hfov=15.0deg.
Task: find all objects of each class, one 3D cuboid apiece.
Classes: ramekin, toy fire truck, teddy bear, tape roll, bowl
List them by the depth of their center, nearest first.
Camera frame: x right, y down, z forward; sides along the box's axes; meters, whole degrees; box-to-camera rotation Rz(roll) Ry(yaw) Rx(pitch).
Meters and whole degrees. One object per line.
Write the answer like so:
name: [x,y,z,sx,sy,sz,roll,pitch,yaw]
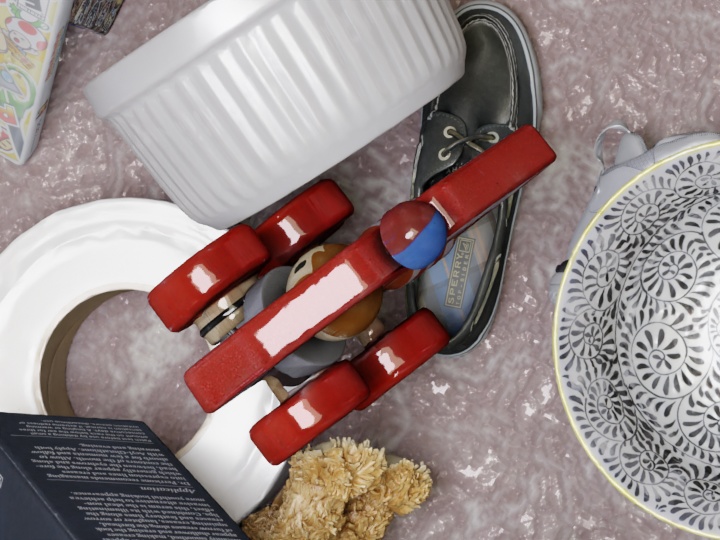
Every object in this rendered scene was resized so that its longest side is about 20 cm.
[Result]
toy fire truck: [0.000,0.000,1.392,0.168,0.200,0.112,-40,85,36]
bowl: [0.204,0.035,1.399,0.200,0.094,0.202,0,90,16]
ramekin: [-0.038,-0.106,1.454,0.200,0.200,0.105,-32,94,6]
teddy bear: [-0.043,0.167,1.487,0.200,0.145,0.067,-37,64,0]
tape roll: [-0.123,0.060,1.525,0.202,0.071,0.203,0,90,6]

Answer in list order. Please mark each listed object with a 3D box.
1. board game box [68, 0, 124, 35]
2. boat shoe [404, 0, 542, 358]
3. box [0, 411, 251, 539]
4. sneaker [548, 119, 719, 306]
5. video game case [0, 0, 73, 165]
board game box: [-0.174,-0.257,1.515,0.159,0.097,0.200,28,94,6]
boat shoe: [0.061,-0.050,1.509,0.068,0.057,0.201,6,91,7]
box: [-0.135,0.179,1.383,0.107,0.200,0.149,6,109,-30]
sneaker: [0.208,-0.013,1.482,0.199,0.075,0.115,12,95,10]
video game case: [-0.253,-0.158,1.491,0.200,0.182,0.023,30,58,3]
